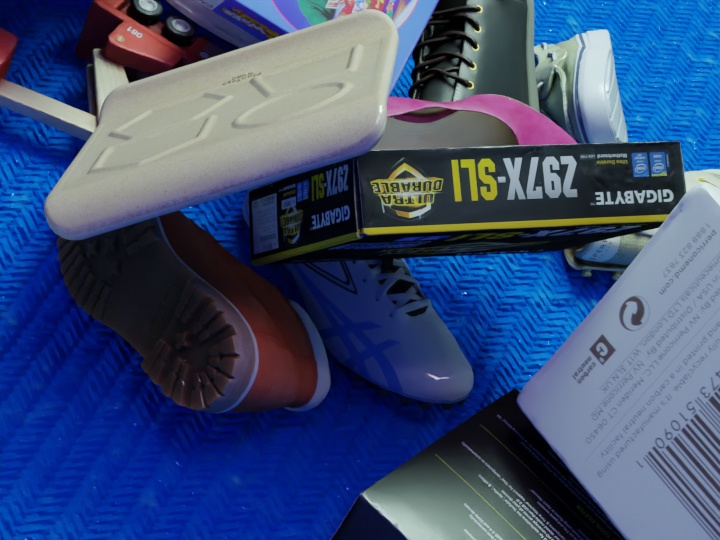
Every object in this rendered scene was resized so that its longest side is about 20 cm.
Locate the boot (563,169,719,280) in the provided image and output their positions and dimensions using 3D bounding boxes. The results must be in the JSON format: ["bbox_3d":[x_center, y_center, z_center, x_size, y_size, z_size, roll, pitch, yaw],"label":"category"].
[{"bbox_3d":[0.216,-0.003,1.416,0.153,0.072,0.201,7,36,-24],"label":"boot"}]

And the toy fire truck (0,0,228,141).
[{"bbox_3d":[-0.149,-0.111,1.349,0.199,0.049,0.141,31,40,4],"label":"toy fire truck"}]

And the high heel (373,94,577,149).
[{"bbox_3d":[0.048,-0.071,1.288,0.198,0.068,0.096,17,17,-15],"label":"high heel"}]

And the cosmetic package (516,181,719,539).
[{"bbox_3d":[0.229,0.082,1.201,0.199,0.165,0.165,19,26,-52],"label":"cosmetic package"}]

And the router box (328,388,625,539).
[{"bbox_3d":[0.102,0.171,1.176,0.200,0.051,0.149,44,42,17],"label":"router box"}]

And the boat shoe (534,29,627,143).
[{"bbox_3d":[0.145,-0.118,1.480,0.061,0.073,0.200,-10,13,8],"label":"boat shoe"}]

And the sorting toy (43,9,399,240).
[{"bbox_3d":[-0.068,-0.077,1.180,0.184,0.037,0.200,-17,21,9],"label":"sorting toy"}]

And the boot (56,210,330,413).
[{"bbox_3d":[-0.097,0.011,1.241,0.107,0.075,0.200,10,32,-49],"label":"boot"}]

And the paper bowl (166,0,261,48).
[{"bbox_3d":[-0.053,-0.224,1.448,0.199,0.105,0.201,24,24,-12],"label":"paper bowl"}]

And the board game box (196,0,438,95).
[{"bbox_3d":[0.000,-0.223,1.347,0.134,0.045,0.201,31,78,-14],"label":"board game box"}]

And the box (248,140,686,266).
[{"bbox_3d":[0.057,-0.036,1.207,0.198,0.159,0.050,-3,84,-24],"label":"box"}]

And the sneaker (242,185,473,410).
[{"bbox_3d":[0.000,0.000,1.294,0.072,0.073,0.200,-16,57,-42],"label":"sneaker"}]

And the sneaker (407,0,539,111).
[{"bbox_3d":[0.063,-0.149,1.402,0.074,0.202,0.106,-8,13,29],"label":"sneaker"}]
